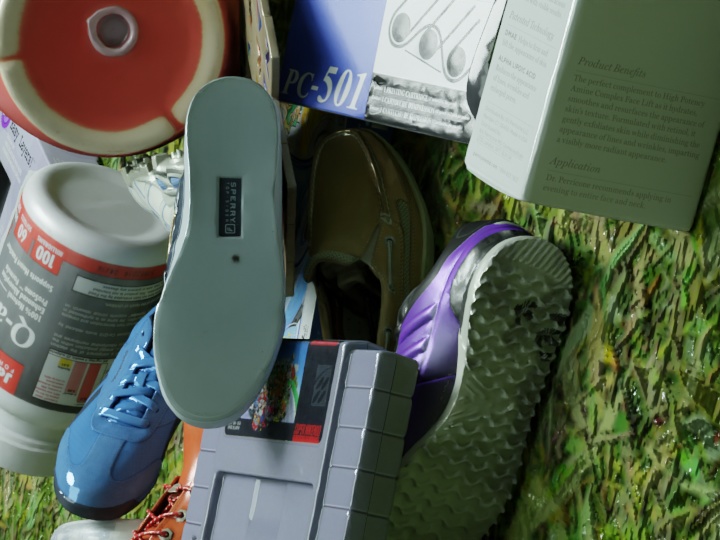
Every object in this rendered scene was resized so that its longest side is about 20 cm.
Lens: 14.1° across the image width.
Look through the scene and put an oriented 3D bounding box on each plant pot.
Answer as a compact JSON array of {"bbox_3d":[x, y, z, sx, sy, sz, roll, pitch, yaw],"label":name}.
[{"bbox_3d":[-0.158,-0.157,1.839,0.177,0.199,0.202,-115,39,-78],"label":"plant pot"}]

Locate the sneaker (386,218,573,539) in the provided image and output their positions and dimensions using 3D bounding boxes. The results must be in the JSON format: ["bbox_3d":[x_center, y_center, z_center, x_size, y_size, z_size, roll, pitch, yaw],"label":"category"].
[{"bbox_3d":[0.045,0.064,1.548,0.201,0.069,0.099,-66,28,9],"label":"sneaker"}]

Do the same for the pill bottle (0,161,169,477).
[{"bbox_3d":[-0.205,0.036,2.018,0.201,0.115,0.116,-67,29,27],"label":"pill bottle"}]

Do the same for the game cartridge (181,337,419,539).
[{"bbox_3d":[-0.037,0.101,1.568,0.200,0.038,0.131,-1,81,63],"label":"game cartridge"}]

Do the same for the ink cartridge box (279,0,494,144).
[{"bbox_3d":[0.033,-0.124,1.621,0.200,0.044,0.095,17,97,53],"label":"ink cartridge box"}]

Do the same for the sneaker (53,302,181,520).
[{"bbox_3d":[-0.135,0.071,1.818,0.200,0.066,0.079,-57,-15,-47],"label":"sneaker"}]

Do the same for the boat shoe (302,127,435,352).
[{"bbox_3d":[0.000,0.000,1.632,0.071,0.076,0.201,-30,56,26],"label":"boat shoe"}]

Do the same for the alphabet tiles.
[{"bbox_3d":[-0.055,-0.093,1.719,0.168,0.007,0.201,94,168,-51],"label":"alphabet tiles"}]

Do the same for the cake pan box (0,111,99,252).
[{"bbox_3d":[-0.250,-0.020,2.206,0.185,0.052,0.200,-66,29,23],"label":"cake pan box"}]

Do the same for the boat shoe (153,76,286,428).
[{"bbox_3d":[-0.072,0.000,1.613,0.091,0.070,0.202,94,-178,-69],"label":"boat shoe"}]

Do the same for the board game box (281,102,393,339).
[{"bbox_3d":[-0.036,-0.012,1.776,0.135,0.034,0.201,8,88,64],"label":"board game box"}]

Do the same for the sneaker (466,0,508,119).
[{"bbox_3d":[0.121,-0.148,1.490,0.083,0.071,0.201,22,104,38],"label":"sneaker"}]

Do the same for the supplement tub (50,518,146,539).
[{"bbox_3d":[-0.138,0.259,1.797,0.122,0.122,0.201,-24,61,60],"label":"supplement tub"}]

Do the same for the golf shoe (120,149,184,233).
[{"bbox_3d":[-0.097,-0.030,1.781,0.200,0.078,0.098,-160,55,-81],"label":"golf shoe"}]

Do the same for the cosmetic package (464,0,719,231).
[{"bbox_3d":[0.129,-0.128,1.400,0.074,0.101,0.201,34,111,61],"label":"cosmetic package"}]

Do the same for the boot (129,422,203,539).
[{"bbox_3d":[-0.098,0.147,1.734,0.075,0.107,0.201,154,111,-65],"label":"boot"}]
